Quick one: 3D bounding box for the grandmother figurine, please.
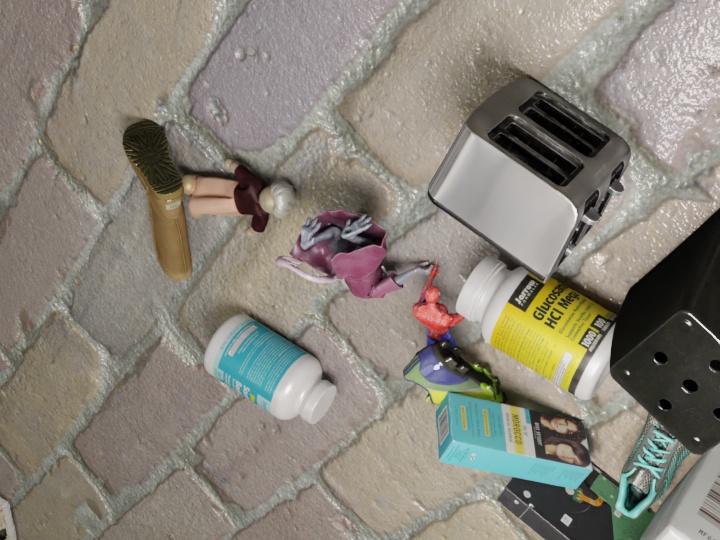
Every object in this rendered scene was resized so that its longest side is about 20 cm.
[{"bbox_3d":[-0.173,-0.103,1.618,0.200,0.061,0.121,3,128,40],"label":"grandmother figurine"}]

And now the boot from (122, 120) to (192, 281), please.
[{"bbox_3d":[-0.314,-0.106,1.712,0.200,0.066,0.175,94,155,-53],"label":"boot"}]

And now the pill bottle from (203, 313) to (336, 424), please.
[{"bbox_3d":[-0.138,0.159,1.720,0.200,0.111,0.111,30,132,20],"label":"pill bottle"}]

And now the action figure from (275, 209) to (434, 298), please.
[{"bbox_3d":[0.000,0.000,1.485,0.134,0.149,0.200,32,165,30],"label":"action figure"}]

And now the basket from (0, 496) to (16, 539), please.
[{"bbox_3d":[-0.943,0.612,2.606,0.200,0.161,0.198,25,131,25],"label":"basket"}]

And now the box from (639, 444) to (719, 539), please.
[{"bbox_3d":[0.447,0.352,1.328,0.200,0.199,0.171,36,134,13],"label":"box"}]

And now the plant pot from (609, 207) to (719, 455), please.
[{"bbox_3d":[0.393,0.082,1.214,0.200,0.177,0.200,44,135,5],"label":"plant pot"}]

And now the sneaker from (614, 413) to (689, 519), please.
[{"bbox_3d":[0.373,0.239,1.389,0.078,0.091,0.200,26,130,22],"label":"sneaker"}]

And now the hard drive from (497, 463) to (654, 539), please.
[{"bbox_3d":[0.296,0.322,1.470,0.200,0.140,0.038,37,134,11],"label":"hard drive"}]

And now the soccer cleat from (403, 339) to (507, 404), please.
[{"bbox_3d":[0.132,0.161,1.493,0.084,0.065,0.200,-34,133,19],"label":"soccer cleat"}]

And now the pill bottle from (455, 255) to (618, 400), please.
[{"bbox_3d":[0.225,0.065,1.377,0.200,0.112,0.113,31,132,18],"label":"pill bottle"}]

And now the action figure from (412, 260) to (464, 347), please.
[{"bbox_3d":[0.118,0.069,1.507,0.065,0.099,0.200,18,149,24],"label":"action figure"}]

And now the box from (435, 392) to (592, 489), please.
[{"bbox_3d":[0.201,0.224,1.451,0.200,0.082,0.049,13,134,-14],"label":"box"}]

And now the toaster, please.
[{"bbox_3d":[0.188,-0.110,1.248,0.200,0.181,0.119,37,131,12],"label":"toaster"}]
